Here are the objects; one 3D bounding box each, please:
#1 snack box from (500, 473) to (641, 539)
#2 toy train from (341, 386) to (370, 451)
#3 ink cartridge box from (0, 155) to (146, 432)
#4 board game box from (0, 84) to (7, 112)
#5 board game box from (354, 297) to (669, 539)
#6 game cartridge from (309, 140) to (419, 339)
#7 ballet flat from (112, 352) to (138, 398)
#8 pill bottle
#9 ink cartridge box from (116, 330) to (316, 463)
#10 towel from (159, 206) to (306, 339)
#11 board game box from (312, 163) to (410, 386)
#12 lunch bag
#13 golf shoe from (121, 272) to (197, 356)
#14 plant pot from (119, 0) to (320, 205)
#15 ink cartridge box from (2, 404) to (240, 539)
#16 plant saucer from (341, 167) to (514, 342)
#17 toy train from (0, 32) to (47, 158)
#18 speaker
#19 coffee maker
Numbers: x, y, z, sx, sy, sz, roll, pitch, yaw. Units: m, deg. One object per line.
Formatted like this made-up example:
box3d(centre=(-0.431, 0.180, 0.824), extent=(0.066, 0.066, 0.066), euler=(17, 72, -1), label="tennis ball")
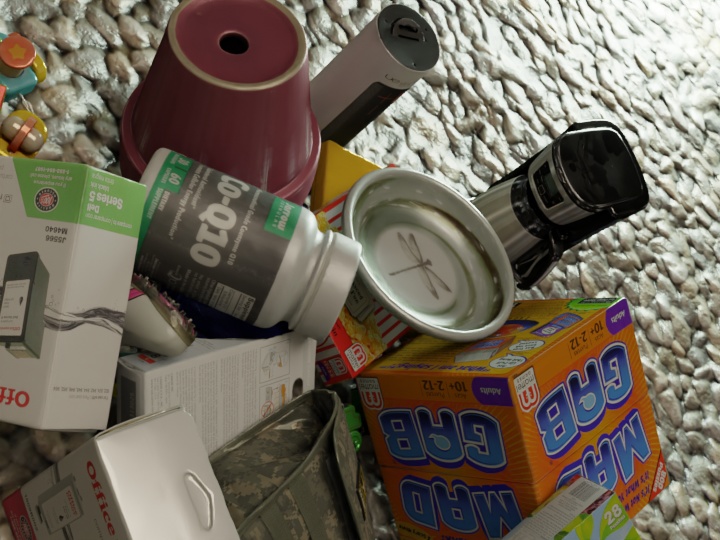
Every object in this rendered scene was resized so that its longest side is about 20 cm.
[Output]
box3d(centre=(0.165, 0.304, 0.976), extent=(0.199, 0.068, 0.170), euler=(-36, 107, -16), label="snack box")
box3d(centre=(0.018, 0.141, 1.174), extent=(0.199, 0.041, 0.057), euler=(-17, 107, -41), label="toy train")
box3d(centre=(-0.264, 0.017, 0.907), extent=(0.084, 0.144, 0.203), euler=(18, 80, -65), label="ink cartridge box")
box3d(centre=(-0.367, -0.069, 0.943), extent=(0.101, 0.047, 0.202), euler=(16, 80, -31), label="board game box")
box3d(centre=(0.150, 0.156, 1.132), extent=(0.199, 0.199, 0.202), euler=(-26, 105, -41), label="board game box")
box3d(centre=(0.024, -0.025, 1.252), extent=(0.199, 0.032, 0.178), euler=(24, 59, -35), label="game cartridge")
box3d(centre=(-0.152, 0.111, 1.050), extent=(0.198, 0.067, 0.068), euler=(-2, 109, -25), label="ballet flat")
box3d(centre=(-0.107, -0.019, 1.011), extent=(0.198, 0.113, 0.114), euler=(23, 54, -7), label="pill bottle")
box3d(centre=(-0.125, 0.136, 1.023), extent=(0.199, 0.050, 0.164), euler=(-15, 113, -48), label="ink cartridge box")
box3d(centre=(-0.117, -0.005, 1.147), extent=(0.147, 0.049, 0.202), euler=(30, 53, -22), label="towel")
box3d(centre=(0.000, 0.000, 1.164), extent=(0.200, 0.046, 0.153), euler=(-37, 102, -44), label="board game box")
box3d(centre=(-0.057, 0.220, 1.003), extent=(0.200, 0.117, 0.166), euler=(-40, 125, -43), label="lunch bag")
box3d(centre=(-0.221, 0.041, 0.972), extent=(0.092, 0.199, 0.073), euler=(-55, 141, -19), label="golf shoe")
box3d(centre=(-0.126, -0.158, 1.089), extent=(0.198, 0.180, 0.202), euler=(7, 54, -10), label="plant pot")
box3d(centre=(-0.186, 0.207, 0.887), extent=(0.082, 0.200, 0.148), euler=(-15, 77, -41), label="ink cartridge box")
box3d(centre=(0.059, -0.008, 1.132), extent=(0.198, 0.050, 0.202), euler=(21, 46, -23), label="plant saucer")
box3d(centre=(-0.350, -0.152, 1.038), extent=(0.149, 0.055, 0.202), euler=(14, 61, -32), label="toy train")
box3d(centre=(-0.002, -0.199, 1.229), extent=(0.081, 0.200, 0.082), euler=(16, 59, -29), label="speaker")
box3d(centre=(0.232, -0.090, 1.355), extent=(0.135, 0.200, 0.192), euler=(52, 48, -5), label="coffee maker")
